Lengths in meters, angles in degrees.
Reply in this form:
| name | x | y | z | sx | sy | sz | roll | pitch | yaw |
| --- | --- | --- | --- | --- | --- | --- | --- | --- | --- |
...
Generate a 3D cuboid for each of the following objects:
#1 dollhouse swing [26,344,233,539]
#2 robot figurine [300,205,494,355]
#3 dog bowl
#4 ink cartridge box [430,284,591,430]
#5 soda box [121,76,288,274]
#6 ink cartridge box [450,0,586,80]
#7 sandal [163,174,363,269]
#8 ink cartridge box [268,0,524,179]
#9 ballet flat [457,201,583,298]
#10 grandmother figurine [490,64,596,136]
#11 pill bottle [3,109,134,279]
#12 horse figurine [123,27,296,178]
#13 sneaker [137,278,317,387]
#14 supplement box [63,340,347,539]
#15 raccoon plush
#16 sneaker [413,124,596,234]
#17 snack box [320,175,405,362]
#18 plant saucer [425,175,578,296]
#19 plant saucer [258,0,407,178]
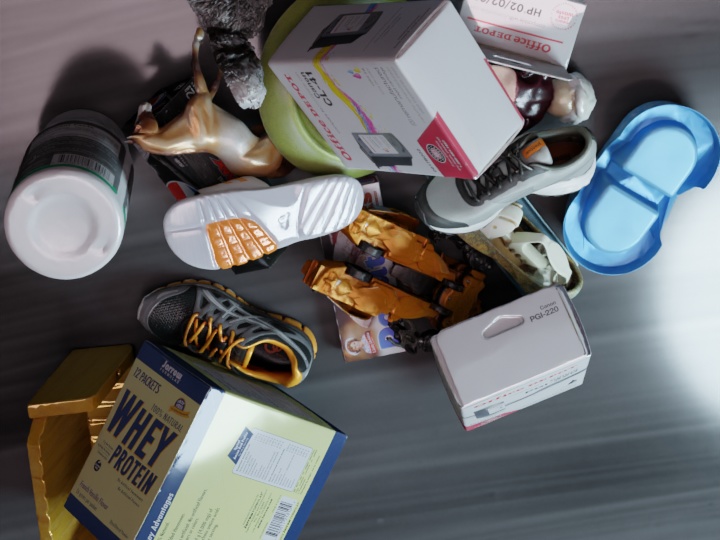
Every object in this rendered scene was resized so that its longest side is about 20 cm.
| name | x | y | z | sx | sy | sz | roll | pitch | yaw |
| --- | --- | --- | --- | --- | --- | --- | --- | --- | --- |
| dollhouse swing | -0.235 | 0.201 | 1.757 | 0.175 | 0.182 | 0.201 | 4 | 114 | 12 |
| robot figurine | 0.045 | 0.004 | 1.711 | 0.200 | 0.058 | 0.145 | 24 | 97 | -30 |
| dog bowl | 0.288 | -0.091 | 1.711 | 0.111 | 0.050 | 0.200 | 29 | 109 | -15 |
| ink cartridge box | 0.155 | 0.093 | 1.693 | 0.145 | 0.200 | 0.085 | -23 | 75 | 0 |
| soda box | -0.148 | -0.093 | 1.663 | 0.063 | 0.071 | 0.200 | -10 | 123 | 49 |
| ink cartridge box | 0.142 | -0.250 | 1.548 | 0.115 | 0.200 | 0.068 | 13 | 113 | -9 |
| sandal | -0.099 | -0.056 | 1.616 | 0.206 | 0.059 | 0.079 | -12 | 116 | -21 |
| ink cartridge box | 0.031 | -0.165 | 1.500 | 0.086 | 0.200 | 0.148 | -51 | 121 | -22 |
| ballet flat | 0.158 | -0.036 | 1.696 | 0.071 | 0.071 | 0.200 | -41 | 112 | 14 |
| grandmother figurine | 0.148 | -0.180 | 1.639 | 0.199 | 0.061 | 0.122 | 3 | 128 | -23 |
| pill bottle | -0.280 | -0.081 | 1.600 | 0.113 | 0.200 | 0.114 | -1 | 114 | -3 |
| horse figurine | -0.125 | -0.145 | 1.615 | 0.200 | 0.050 | 0.133 | 29 | 66 | -34 |
| sneaker | -0.140 | 0.069 | 1.744 | 0.199 | 0.077 | 0.079 | 16 | 114 | -9 |
| supplement box | -0.160 | 0.209 | 1.706 | 0.199 | 0.134 | 0.201 | 25 | 92 | -42 |
| raccoon plush | -0.087 | -0.266 | 1.562 | 0.134 | 0.097 | 0.201 | -28 | 82 | 14 |
| sneaker | 0.145 | -0.099 | 1.635 | 0.199 | 0.079 | 0.074 | -22 | 70 | -11 |
| snack box | 0.000 | 0.000 | 1.748 | 0.072 | 0.024 | 0.201 | -11 | 114 | -2 |
| plant saucer | 0.147 | -0.059 | 1.734 | 0.070 | 0.019 | 0.200 | -36 | 112 | 12 |
| plant saucer | -0.006 | -0.185 | 1.618 | 0.199 | 0.031 | 0.201 | -8 | 108 | -25 |
